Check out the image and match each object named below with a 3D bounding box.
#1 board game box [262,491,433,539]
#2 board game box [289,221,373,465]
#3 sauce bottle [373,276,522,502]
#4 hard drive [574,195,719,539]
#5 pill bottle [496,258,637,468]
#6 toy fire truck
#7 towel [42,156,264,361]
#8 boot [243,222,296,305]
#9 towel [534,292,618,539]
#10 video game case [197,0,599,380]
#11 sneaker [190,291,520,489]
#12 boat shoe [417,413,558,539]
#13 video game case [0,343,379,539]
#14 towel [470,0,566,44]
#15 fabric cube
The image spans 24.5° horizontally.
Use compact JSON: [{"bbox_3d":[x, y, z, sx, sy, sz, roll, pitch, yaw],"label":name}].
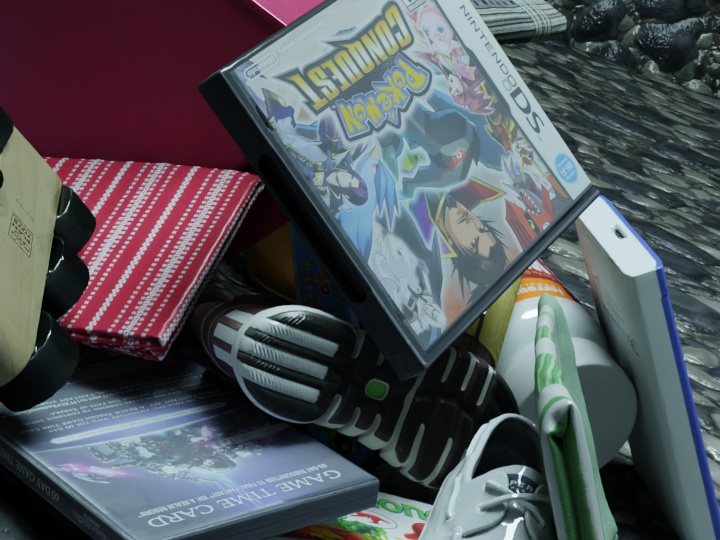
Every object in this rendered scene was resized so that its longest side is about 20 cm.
[{"bbox_3d":[0.007,0.151,0.826,0.200,0.035,0.126,16,17,-15],"label":"board game box"},{"bbox_3d":[0.000,0.000,1.007,0.037,0.200,0.151,-1,11,18],"label":"board game box"},{"bbox_3d":[0.053,0.046,1.002,0.065,0.065,0.200,21,53,1],"label":"sauce bottle"},{"bbox_3d":[0.182,0.065,1.052,0.025,0.200,0.132,-18,23,-2],"label":"hard drive"},{"bbox_3d":[0.099,0.049,1.109,0.109,0.110,0.200,12,22,-28],"label":"pill bottle"},{"bbox_3d":[-0.254,0.011,0.832,0.129,0.200,0.176,52,18,-32],"label":"toy fire truck"},{"bbox_3d":[-0.168,-0.012,0.922,0.200,0.023,0.145,5,44,21],"label":"towel"},{"bbox_3d":[-0.044,-0.058,1.215,0.201,0.144,0.071,30,20,25],"label":"boot"},{"bbox_3d":[0.109,0.105,0.816,0.023,0.153,0.200,-12,10,9],"label":"towel"},{"bbox_3d":[0.029,-0.067,0.886,0.181,0.025,0.200,55,45,-7],"label":"video game case"},{"bbox_3d":[-0.008,0.054,0.905,0.200,0.076,0.115,29,-4,-38],"label":"sneaker"},{"bbox_3d":[0.068,0.125,0.798,0.072,0.069,0.200,23,17,6],"label":"boat shoe"},{"bbox_3d":[-0.108,0.084,0.830,0.143,0.019,0.200,-9,27,-41],"label":"video game case"},{"bbox_3d":[0.025,-0.213,1.051,0.200,0.035,0.192,46,31,20],"label":"towel"},{"bbox_3d":[-0.109,-0.138,1.040,0.196,0.199,0.200,38,29,8],"label":"fabric cube"}]
